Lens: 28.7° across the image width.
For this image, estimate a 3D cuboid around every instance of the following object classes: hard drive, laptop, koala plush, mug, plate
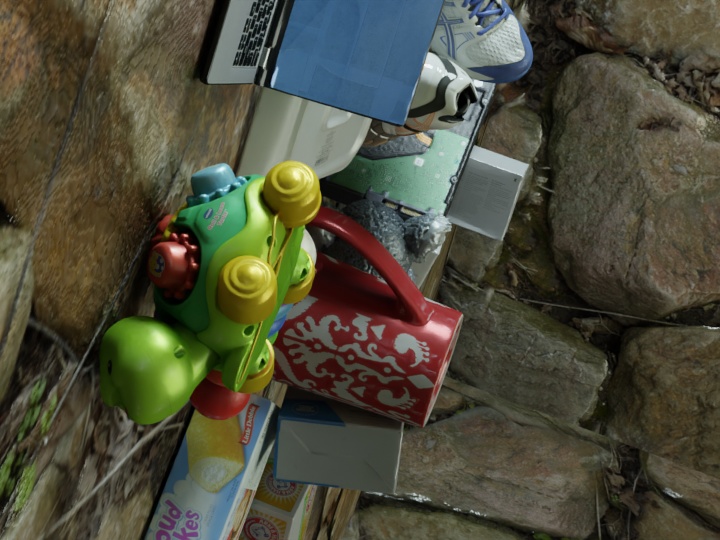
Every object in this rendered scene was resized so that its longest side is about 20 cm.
[{"bbox_3d":[0.053,-0.146,1.507,0.038,0.139,0.201,96,15,-63],"label":"hard drive"},{"bbox_3d":[-0.008,-0.203,0.972,0.200,0.115,0.189,-37,146,-78],"label":"laptop"},{"bbox_3d":[0.000,0.000,1.443,0.201,0.176,0.185,100,-1,-53],"label":"koala plush"},{"bbox_3d":[-0.017,0.048,1.240,0.178,0.198,0.134,95,17,-66],"label":"mug"},{"bbox_3d":[-0.024,-0.147,1.147,0.199,0.032,0.201,-32,147,-59],"label":"plate"}]

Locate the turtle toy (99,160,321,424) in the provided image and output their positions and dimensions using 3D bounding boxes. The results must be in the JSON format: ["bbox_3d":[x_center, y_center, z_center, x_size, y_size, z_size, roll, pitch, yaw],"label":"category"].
[{"bbox_3d":[-0.098,0.014,0.924,0.146,0.100,0.201,99,13,-60],"label":"turtle toy"}]

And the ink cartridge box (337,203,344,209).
[{"bbox_3d":[-0.022,-0.002,1.708,0.176,0.044,0.201,82,29,-73],"label":"ink cartridge box"}]

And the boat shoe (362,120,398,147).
[{"bbox_3d":[0.000,-0.200,1.287,0.201,0.075,0.072,86,-10,-53],"label":"boat shoe"}]

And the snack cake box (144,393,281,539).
[{"bbox_3d":[-0.138,0.206,1.280,0.115,0.067,0.202,82,28,-80],"label":"snack cake box"}]

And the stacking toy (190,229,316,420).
[{"bbox_3d":[-0.100,0.048,1.136,0.086,0.085,0.201,-62,174,-51],"label":"stacking toy"}]

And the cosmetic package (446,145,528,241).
[{"bbox_3d":[0.080,-0.109,1.563,0.051,0.198,0.083,-54,164,-62],"label":"cosmetic package"}]

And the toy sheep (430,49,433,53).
[{"bbox_3d":[0.069,-0.273,1.338,0.201,0.136,0.139,-95,-167,-46],"label":"toy sheep"}]

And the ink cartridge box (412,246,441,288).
[{"bbox_3d":[0.041,-0.015,1.816,0.148,0.085,0.201,-71,-172,-47],"label":"ink cartridge box"}]

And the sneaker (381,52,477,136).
[{"bbox_3d":[0.061,-0.145,1.222,0.200,0.079,0.074,0,114,-81],"label":"sneaker"}]

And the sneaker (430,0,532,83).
[{"bbox_3d":[0.079,-0.245,1.212,0.075,0.200,0.088,-46,-174,-17],"label":"sneaker"}]

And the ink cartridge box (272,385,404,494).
[{"bbox_3d":[-0.014,0.132,1.351,0.200,0.115,0.068,-79,175,-70],"label":"ink cartridge box"}]

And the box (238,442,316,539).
[{"bbox_3d":[-0.117,0.268,1.434,0.102,0.112,0.201,-61,167,-53],"label":"box"}]
